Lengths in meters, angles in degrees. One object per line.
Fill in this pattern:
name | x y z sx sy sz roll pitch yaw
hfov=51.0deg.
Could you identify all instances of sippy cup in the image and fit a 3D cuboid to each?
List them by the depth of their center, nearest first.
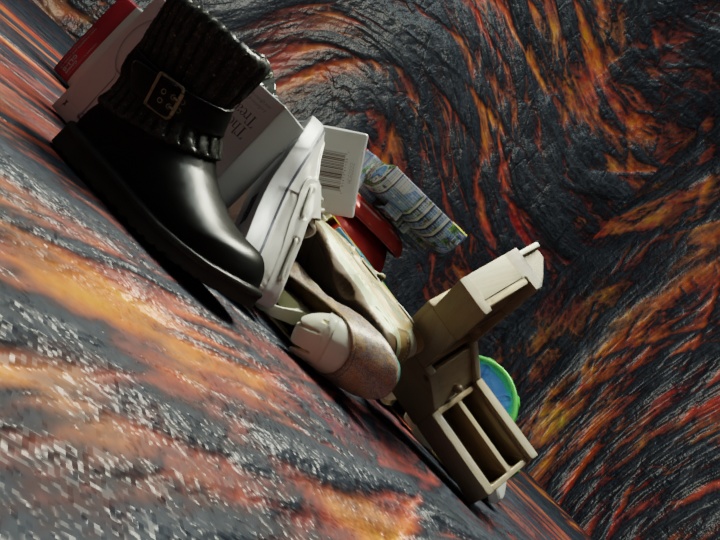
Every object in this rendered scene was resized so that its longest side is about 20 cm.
sippy cup | 0.154 0.203 1.055 0.139 0.179 0.130 1 -28 15

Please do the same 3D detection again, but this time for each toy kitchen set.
toy kitchen set | 0.156 0.091 0.761 0.181 0.163 0.200 54 -34 13

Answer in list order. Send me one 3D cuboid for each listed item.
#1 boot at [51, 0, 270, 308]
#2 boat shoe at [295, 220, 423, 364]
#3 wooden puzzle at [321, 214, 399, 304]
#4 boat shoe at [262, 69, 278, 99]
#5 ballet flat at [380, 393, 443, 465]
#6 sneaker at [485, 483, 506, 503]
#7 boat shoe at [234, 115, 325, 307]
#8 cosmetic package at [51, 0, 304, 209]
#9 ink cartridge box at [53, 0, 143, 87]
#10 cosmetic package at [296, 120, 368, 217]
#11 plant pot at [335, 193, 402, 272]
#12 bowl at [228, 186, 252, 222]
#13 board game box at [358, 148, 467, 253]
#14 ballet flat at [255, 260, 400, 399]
boot | -0.113 -0.091 0.564 0.211 0.158 0.079 44 -1 6
boat shoe | -0.010 0.015 0.749 0.076 0.072 0.200 -6 51 -43
wooden puzzle | 0.000 0.000 0.918 0.185 0.037 0.200 53 6 -11
boat shoe | -0.182 -0.218 0.913 0.068 0.057 0.200 12 17 39
ballet flat | 0.064 0.161 0.890 0.200 0.068 0.072 48 21 25
sneaker | 0.118 0.200 0.951 0.077 0.082 0.201 27 39 -64
boat shoe | -0.066 -0.056 0.694 0.066 0.201 0.072 36 -41 -21
cosmetic package | -0.173 -0.142 0.701 0.200 0.151 0.052 43 1 24
ink cartridge box | -0.277 -0.236 1.018 0.200 0.145 0.145 43 -2 32
cosmetic package | -0.049 -0.132 0.957 0.071 0.102 0.200 8 11 -13
plant pot | -0.051 -0.036 1.173 0.200 0.183 0.200 42 1 -1
bowl | -0.154 -0.108 0.828 0.200 0.091 0.201 3 20 -1
board game box | 0.047 -0.112 1.159 0.200 0.062 0.200 41 1 -15
ballet flat | -0.048 0.049 0.682 0.200 0.068 0.067 37 15 38
